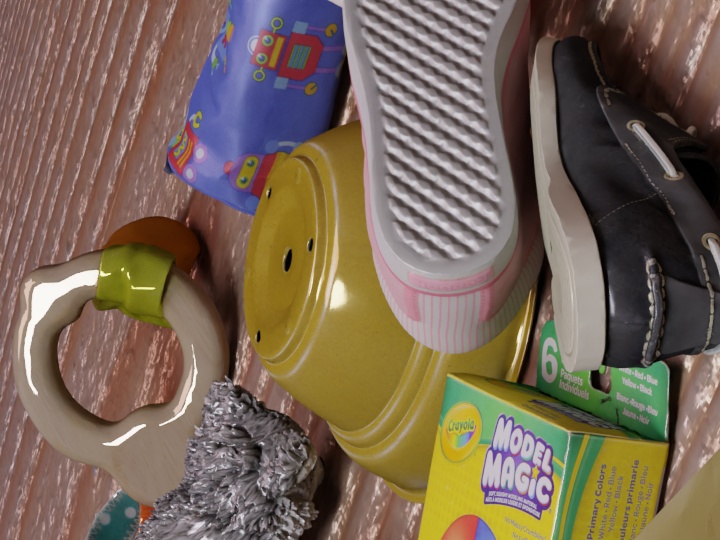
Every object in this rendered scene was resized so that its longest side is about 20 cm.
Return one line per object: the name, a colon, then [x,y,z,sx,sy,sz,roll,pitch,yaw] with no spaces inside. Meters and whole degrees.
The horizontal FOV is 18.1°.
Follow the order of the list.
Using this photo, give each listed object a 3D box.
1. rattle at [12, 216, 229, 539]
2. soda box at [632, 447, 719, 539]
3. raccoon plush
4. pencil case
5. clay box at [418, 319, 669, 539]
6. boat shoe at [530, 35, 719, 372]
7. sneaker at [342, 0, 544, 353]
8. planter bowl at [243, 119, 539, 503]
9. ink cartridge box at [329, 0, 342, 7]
rattle: [-0.129,0.081,1.330,0.143,0.129,0.201,-153,46,-78]
soda box: [0.112,0.123,0.716,0.200,0.067,0.064,123,148,-46]
raccoon plush: [-0.086,0.146,1.078,0.200,0.096,0.135,-45,-28,-48]
pencil case: [-0.040,-0.128,1.165,0.087,0.078,0.201,-106,31,-61]
clay box: [0.061,0.122,0.870,0.115,0.047,0.201,-160,78,-67]
boat shoe: [0.096,-0.028,0.826,0.200,0.067,0.072,-95,-2,-60]
sneaker: [0.034,-0.060,0.910,0.105,0.075,0.201,77,-169,-60]
planter bowl: [0.000,0.000,1.014,0.200,0.083,0.202,-172,90,-69]
ink cartridge box: [0.008,-0.182,1.014,0.200,0.067,0.117,32,117,32]
